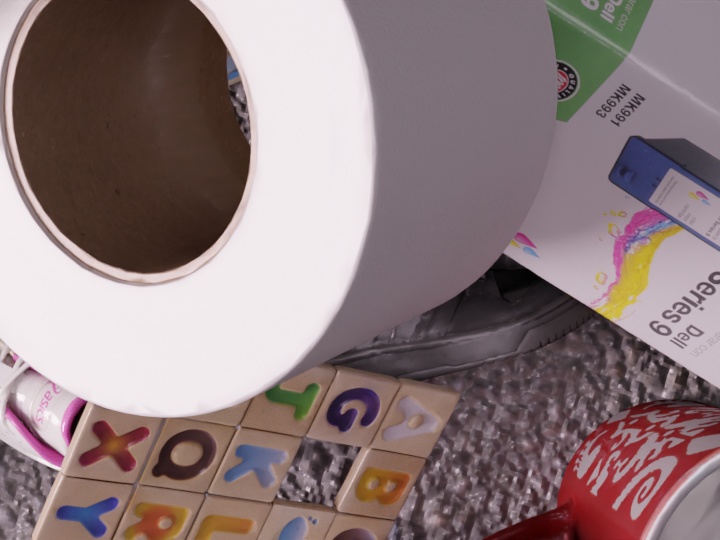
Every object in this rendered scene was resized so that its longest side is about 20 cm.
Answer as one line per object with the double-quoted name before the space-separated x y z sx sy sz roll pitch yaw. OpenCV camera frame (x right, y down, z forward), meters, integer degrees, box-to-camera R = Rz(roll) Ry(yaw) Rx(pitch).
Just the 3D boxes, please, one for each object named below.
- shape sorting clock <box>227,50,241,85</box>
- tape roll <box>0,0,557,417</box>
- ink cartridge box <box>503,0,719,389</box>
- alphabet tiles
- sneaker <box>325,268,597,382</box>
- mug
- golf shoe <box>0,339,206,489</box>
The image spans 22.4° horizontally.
"shape sorting clock" -0.081 -0.160 0.752 0.199 0.039 0.201 -11 127 -15
"tape roll" -0.046 -0.062 0.657 0.202 0.139 0.204 9 107 30
"ink cartridge box" 0.132 -0.050 0.754 0.199 0.145 0.088 31 56 -8
"alphabet tiles" -0.064 0.123 0.770 0.166 0.008 0.201 13 112 -35
"sneaker" 0.000 -0.001 0.803 0.199 0.060 0.105 -17 99 -1
"mug" 0.133 0.108 0.750 0.177 0.200 0.134 24 91 -5
"golf shoe" -0.145 0.039 0.777 0.199 0.092 0.076 22 92 -4
